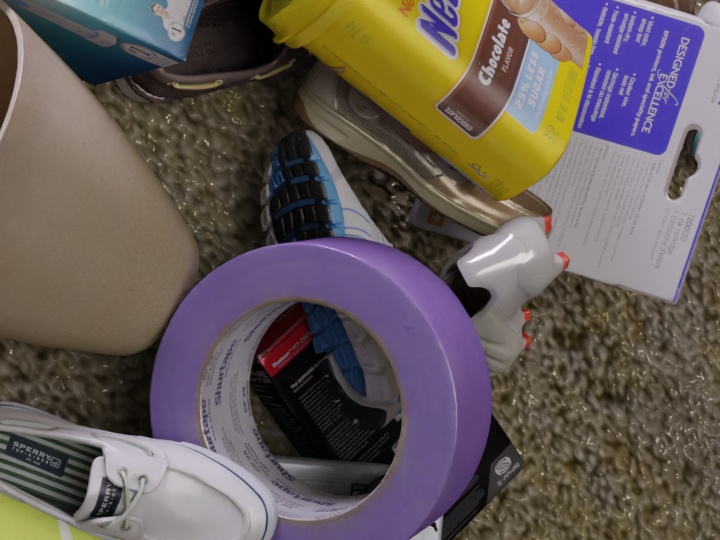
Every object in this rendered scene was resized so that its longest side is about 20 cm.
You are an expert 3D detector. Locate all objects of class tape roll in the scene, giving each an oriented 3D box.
[{"bbox_3d":[-0.024,0.081,1.188,0.085,0.198,0.202,-14,100,-71],"label":"tape roll"}]

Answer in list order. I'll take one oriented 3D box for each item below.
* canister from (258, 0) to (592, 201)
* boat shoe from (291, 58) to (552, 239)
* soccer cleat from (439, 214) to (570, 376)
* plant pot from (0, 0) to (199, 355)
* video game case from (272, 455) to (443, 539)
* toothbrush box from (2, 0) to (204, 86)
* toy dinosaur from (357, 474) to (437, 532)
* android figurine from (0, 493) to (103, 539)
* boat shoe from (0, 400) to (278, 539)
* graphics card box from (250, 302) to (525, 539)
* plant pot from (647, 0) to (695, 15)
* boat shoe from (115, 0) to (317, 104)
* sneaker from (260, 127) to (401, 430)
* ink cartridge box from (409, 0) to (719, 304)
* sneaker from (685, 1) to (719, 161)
[{"bbox_3d":[0.047,-0.155,1.218,0.200,0.086,0.149,37,47,-22],"label":"canister"},{"bbox_3d":[0.052,-0.085,1.287,0.199,0.072,0.065,31,107,-9],"label":"boat shoe"},{"bbox_3d":[0.078,0.021,1.280,0.077,0.200,0.070,-19,70,-16],"label":"soccer cleat"},{"bbox_3d":[-0.198,-0.032,1.161,0.200,0.186,0.189,36,73,-41],"label":"plant pot"},{"bbox_3d":[-0.048,0.216,1.281,0.198,0.023,0.184,5,90,-11],"label":"video game case"},{"bbox_3d":[-0.206,-0.193,1.157,0.199,0.146,0.086,22,79,-27],"label":"toothbrush box"},{"bbox_3d":[0.005,0.186,1.256,0.199,0.047,0.088,-33,79,-6],"label":"toy dinosaur"},{"bbox_3d":[-0.210,0.186,1.206,0.199,0.041,0.184,-16,94,-23],"label":"android figurine"},{"bbox_3d":[-0.150,0.133,1.143,0.198,0.067,0.074,13,96,7],"label":"boat shoe"},{"bbox_3d":[0.015,0.098,1.339,0.125,0.051,0.201,-43,108,-23],"label":"graphics card box"},{"bbox_3d":[0.179,-0.183,1.409,0.199,0.092,0.203,0,90,-31],"label":"plant pot"},{"bbox_3d":[-0.068,-0.161,1.285,0.199,0.059,0.072,-20,99,-28],"label":"boat shoe"},{"bbox_3d":[0.000,0.000,1.274,0.086,0.075,0.202,-19,89,-39],"label":"sneaker"},{"bbox_3d":[0.155,-0.097,1.343,0.198,0.043,0.200,17,105,-2],"label":"ink cartridge box"},{"bbox_3d":[0.272,-0.122,1.428,0.089,0.075,0.200,-52,154,-7],"label":"sneaker"}]
